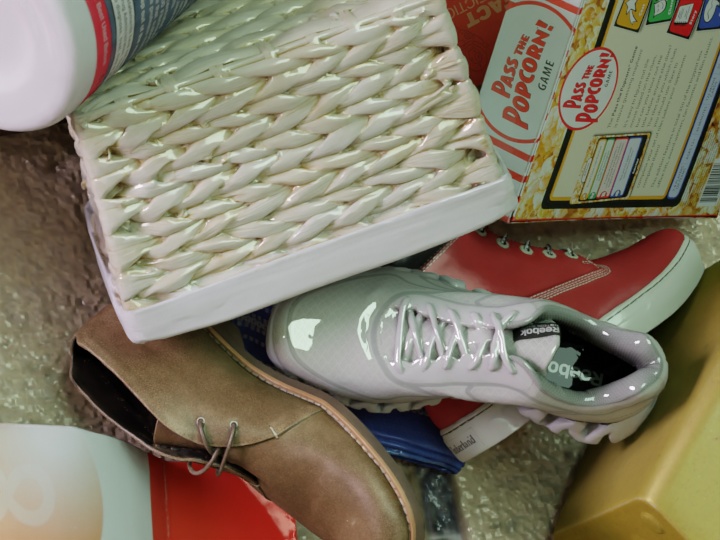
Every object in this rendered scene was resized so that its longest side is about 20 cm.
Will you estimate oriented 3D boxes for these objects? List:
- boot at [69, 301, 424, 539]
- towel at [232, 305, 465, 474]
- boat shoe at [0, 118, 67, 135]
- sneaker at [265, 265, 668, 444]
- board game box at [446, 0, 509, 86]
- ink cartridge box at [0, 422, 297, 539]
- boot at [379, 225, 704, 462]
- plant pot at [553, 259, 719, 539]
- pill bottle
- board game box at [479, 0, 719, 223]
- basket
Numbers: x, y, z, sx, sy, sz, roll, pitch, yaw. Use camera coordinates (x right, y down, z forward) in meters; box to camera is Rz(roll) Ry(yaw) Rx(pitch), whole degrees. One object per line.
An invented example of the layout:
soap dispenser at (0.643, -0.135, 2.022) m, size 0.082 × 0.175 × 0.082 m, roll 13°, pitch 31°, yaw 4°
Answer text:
boot at (-0.058, 0.084, 1.157) m, size 0.200 × 0.074 × 0.075 m, roll 37°, pitch 40°, yaw 21°
towel at (0.000, 0.000, 1.279) m, size 0.144 × 0.024 × 0.201 m, roll 16°, pitch 62°, yaw -20°
boat shoe at (-0.170, -0.112, 1.231) m, size 0.201 × 0.075 × 0.075 m, roll 5°, pitch 30°, yaw -16°
sneaker at (0.054, 0.036, 1.177) m, size 0.199 × 0.081 × 0.076 m, roll 8°, pitch 81°, yaw -6°
board game box at (0.069, -0.215, 1.310) m, size 0.153 × 0.040 × 0.201 m, roll -28°, pitch 109°, yaw -3°
ink cartridge box at (-0.112, 0.157, 1.140) m, size 0.199 × 0.050 × 0.163 m, roll 3°, pitch 67°, yaw -21°
boot at (0.085, -0.009, 1.282) m, size 0.200 × 0.072 × 0.145 m, roll -32°, pitch 88°, yaw -36°
plant pot at (0.217, 0.113, 1.243) m, size 0.200 × 0.200 × 0.176 m, roll 45°, pitch 69°, yaw -1°
pill bottle at (-0.119, -0.163, 1.107) m, size 0.120 × 0.120 × 0.200 m, roll 44°, pitch 50°, yaw -2°
board game box at (0.145, -0.103, 1.286) m, size 0.046 × 0.152 × 0.200 m, roll 30°, pitch 20°, yaw 36°
basket at (-0.043, -0.071, 1.164) m, size 0.199 × 0.136 × 0.124 m, roll -19°, pitch 117°, yaw -6°
